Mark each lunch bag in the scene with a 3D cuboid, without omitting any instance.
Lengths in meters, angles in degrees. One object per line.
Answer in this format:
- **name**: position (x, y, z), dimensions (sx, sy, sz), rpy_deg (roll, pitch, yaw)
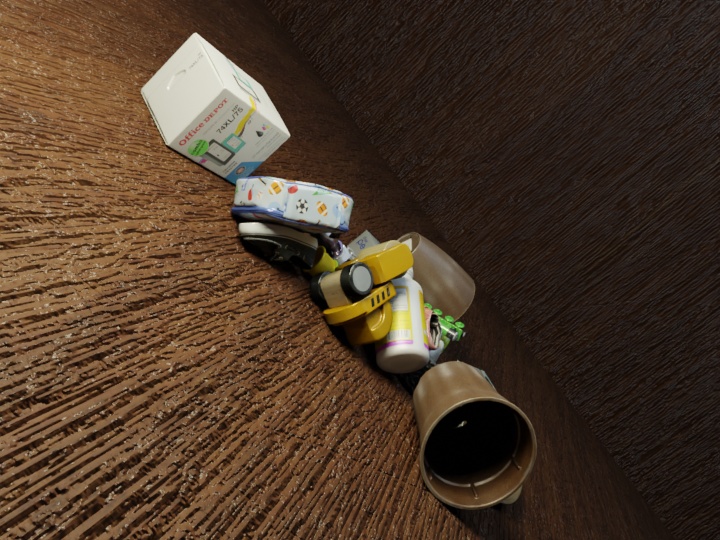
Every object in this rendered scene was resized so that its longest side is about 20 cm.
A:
- **lunch bag**: position (-0.117, -0.108, 1.223), dimensions (0.197, 0.078, 0.159), rpy_deg (13, -6, -37)

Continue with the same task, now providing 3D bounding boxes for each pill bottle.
- **pill bottle**: position (0.075, 0.087, 1.367), dimensions (0.104, 0.103, 0.204), rpy_deg (35, 43, -47)

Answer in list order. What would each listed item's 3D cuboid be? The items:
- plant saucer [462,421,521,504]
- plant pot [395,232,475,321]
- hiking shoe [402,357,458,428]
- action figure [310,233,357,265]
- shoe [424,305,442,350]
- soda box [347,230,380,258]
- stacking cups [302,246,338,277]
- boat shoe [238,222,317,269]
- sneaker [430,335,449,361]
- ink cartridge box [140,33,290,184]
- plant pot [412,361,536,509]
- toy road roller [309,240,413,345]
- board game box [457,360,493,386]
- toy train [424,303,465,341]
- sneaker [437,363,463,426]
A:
- **plant saucer**: position (0.264, 0.370, 1.423), dimensions (0.198, 0.029, 0.204), rpy_deg (32, 44, -37)
- **plant pot**: position (0.156, 0.011, 1.734), dimensions (0.201, 0.185, 0.188), rpy_deg (50, 12, -31)
- **hiking shoe**: position (0.137, 0.228, 1.440), dimensions (0.202, 0.075, 0.101), rpy_deg (58, 3, -13)
- **action figure**: position (-0.083, -0.079, 1.396), dimensions (0.129, 0.070, 0.201), rpy_deg (-6, -52, 54)
- **shoe**: position (0.131, 0.100, 1.535), dimensions (0.072, 0.089, 0.203), rpy_deg (48, 35, -36)
- **soda box**: position (0.036, 0.001, 1.664), dimensions (0.063, 0.068, 0.202), rpy_deg (40, 18, -44)
- **stacking cups**: position (-0.028, 0.038, 1.373), dimensions (0.200, 0.060, 0.061), rpy_deg (44, 15, -29)
- **boat shoe**: position (-0.137, -0.042, 1.219), dimensions (0.199, 0.067, 0.058), rpy_deg (15, 77, -58)
- **sneaker**: position (0.140, 0.166, 1.621), dimensions (0.104, 0.077, 0.200), rpy_deg (33, 12, 11)
- **ink cartridge box**: position (-0.256, -0.281, 1.257), dimensions (0.199, 0.146, 0.148), rpy_deg (26, 28, -59)
- **plant pot**: position (0.179, 0.267, 1.227), dimensions (0.201, 0.200, 0.199), rpy_deg (46, 7, -18)
- **toy road roller**: position (0.015, 0.046, 1.286), dimensions (0.198, 0.121, 0.149), rpy_deg (-29, 101, -43)
- **board game box**: position (0.286, 0.310, 1.711), dimensions (0.199, 0.064, 0.149), rpy_deg (27, 27, -58)
- **toy train**: position (0.152, 0.105, 1.632), dimensions (0.198, 0.043, 0.056), rpy_deg (30, 27, 22)
- **sneaker**: position (0.233, 0.293, 1.568), dimensions (0.203, 0.072, 0.114), rpy_deg (57, 10, 18)
